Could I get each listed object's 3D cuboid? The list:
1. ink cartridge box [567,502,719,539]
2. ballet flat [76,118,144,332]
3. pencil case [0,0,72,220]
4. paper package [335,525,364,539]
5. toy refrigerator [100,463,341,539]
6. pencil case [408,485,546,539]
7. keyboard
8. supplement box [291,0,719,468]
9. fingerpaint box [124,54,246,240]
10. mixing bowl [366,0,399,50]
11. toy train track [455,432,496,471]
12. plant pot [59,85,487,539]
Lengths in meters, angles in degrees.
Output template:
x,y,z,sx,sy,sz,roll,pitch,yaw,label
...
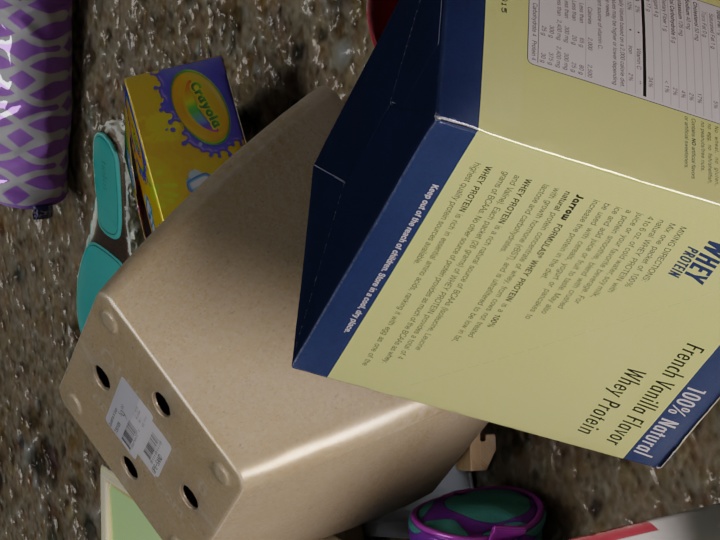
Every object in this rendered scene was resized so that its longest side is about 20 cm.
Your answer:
x,y,z,sx,sy,sz,roll,pitch,yaw,label
0.118,0.208,1.202,0.200,0.145,0.084,-52,54,51,ink cartridge box
-0.169,-0.027,1.723,0.072,0.071,0.201,50,140,42,ballet flat
-0.279,-0.147,1.860,0.084,0.085,0.201,31,123,51,pencil case
-0.076,0.220,1.570,0.190,0.103,0.201,12,111,59,paper package
-0.090,0.179,1.410,0.200,0.070,0.076,23,116,52,toy refrigerator
0.071,0.232,1.351,0.092,0.085,0.201,-139,46,-71,pencil case
0.021,0.147,1.494,0.200,0.011,0.057,-9,85,60,keyboard
0.095,-0.033,1.086,0.200,0.199,0.135,121,161,-49,supplement box
-0.106,-0.020,1.552,0.167,0.073,0.201,113,142,-74,fingerpaint box
0.106,-0.161,1.118,0.200,0.199,0.109,122,160,-49,mixing bowl
0.071,0.017,1.353,0.115,0.032,0.201,176,92,-69,toy train track
-0.053,0.055,1.293,0.200,0.177,0.200,51,149,13,plant pot
